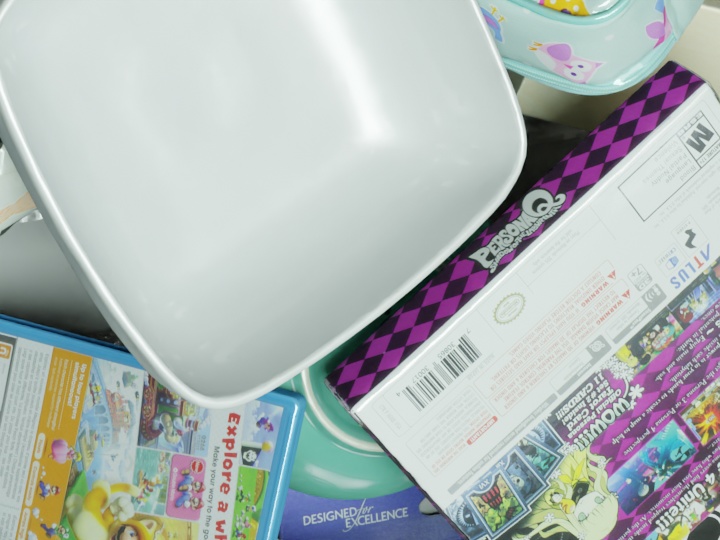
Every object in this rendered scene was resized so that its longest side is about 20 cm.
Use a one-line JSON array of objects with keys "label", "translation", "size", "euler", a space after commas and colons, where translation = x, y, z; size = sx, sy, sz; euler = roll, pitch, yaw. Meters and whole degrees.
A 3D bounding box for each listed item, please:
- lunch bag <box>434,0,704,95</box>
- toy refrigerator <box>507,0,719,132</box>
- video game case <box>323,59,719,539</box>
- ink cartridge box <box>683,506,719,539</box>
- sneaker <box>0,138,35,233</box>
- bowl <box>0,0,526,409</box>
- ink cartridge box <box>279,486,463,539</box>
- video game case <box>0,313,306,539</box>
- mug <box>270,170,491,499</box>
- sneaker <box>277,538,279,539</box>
[{"label": "lunch bag", "translation": [0.090, -0.181, 1.180], "size": [0.201, 0.160, 0.077], "euler": [-58, 152, -19]}, {"label": "toy refrigerator", "translation": [0.165, -0.097, 1.270], "size": [0.199, 0.070, 0.076], "euler": [13, 121, -17]}, {"label": "video game case", "translation": [0.109, 0.039, 1.187], "size": [0.200, 0.036, 0.181], "euler": [-43, 126, -2]}, {"label": "ink cartridge box", "translation": [0.152, 0.102, 1.286], "size": [0.199, 0.044, 0.094], "euler": [-32, 119, -8]}, {"label": "sneaker", "translation": [-0.130, -0.062, 1.150], "size": [0.200, 0.080, 0.074], "euler": [-38, 85, -13]}, {"label": "bowl", "translation": [-0.051, -0.068, 1.099], "size": [0.200, 0.075, 0.200], "euler": [-38, 114, -23]}, {"label": "ink cartridge box", "translation": [0.061, 0.184, 1.327], "size": [0.197, 0.047, 0.201], "euler": [-9, 108, -20]}, {"label": "video game case", "translation": [-0.132, 0.097, 1.178], "size": [0.199, 0.018, 0.144], "euler": [14, 98, 11]}, {"label": "mug", "translation": [-0.009, 0.007, 1.215], "size": [0.151, 0.114, 0.186], "euler": [-16, 109, -18]}, {"label": "sneaker", "translation": [0.019, 0.158, 1.230], "size": [0.085, 0.077, 0.200], "euler": [-41, 121, 19]}]
